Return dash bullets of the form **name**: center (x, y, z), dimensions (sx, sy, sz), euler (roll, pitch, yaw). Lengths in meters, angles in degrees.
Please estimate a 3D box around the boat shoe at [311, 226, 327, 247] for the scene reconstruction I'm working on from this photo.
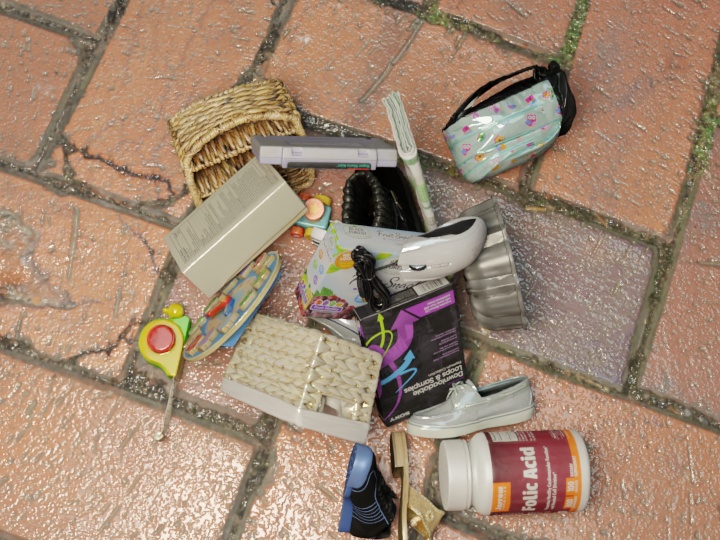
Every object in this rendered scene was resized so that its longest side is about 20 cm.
- **boat shoe**: center (0.000, 0.000, 1.362), dimensions (0.198, 0.070, 0.067), euler (27, 88, -37)

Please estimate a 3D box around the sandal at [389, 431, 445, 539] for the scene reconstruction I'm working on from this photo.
- **sandal**: center (0.085, 0.332, 1.294), dimensions (0.068, 0.078, 0.216), euler (-3, 67, -5)

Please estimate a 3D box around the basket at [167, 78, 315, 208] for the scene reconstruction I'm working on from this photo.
- **basket**: center (-0.179, -0.185, 1.404), dimensions (0.197, 0.143, 0.151), euler (-20, 74, -9)

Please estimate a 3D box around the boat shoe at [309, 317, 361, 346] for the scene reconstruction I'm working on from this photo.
- **boat shoe**: center (-0.003, 0.112, 1.347), dimensions (0.198, 0.074, 0.068), euler (30, 86, -5)

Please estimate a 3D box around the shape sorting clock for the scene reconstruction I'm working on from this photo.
- **shape sorting clock**: center (-0.185, 0.049, 1.310), dimensions (0.039, 0.199, 0.202), euler (39, 73, -20)

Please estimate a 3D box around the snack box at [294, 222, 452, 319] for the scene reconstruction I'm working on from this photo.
- **snack box**: center (0.025, 0.008, 1.283), dimensions (0.197, 0.143, 0.053), euler (4, 45, -30)

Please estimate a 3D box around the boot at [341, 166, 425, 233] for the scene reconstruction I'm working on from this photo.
- **boot**: center (0.017, -0.113, 1.362), dimensions (0.079, 0.157, 0.213), euler (-39, 56, 18)

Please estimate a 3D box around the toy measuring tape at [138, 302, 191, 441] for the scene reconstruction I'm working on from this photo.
- **toy measuring tape**: center (-0.297, 0.143, 1.337), dimensions (0.072, 0.074, 0.204), euler (9, 72, 0)

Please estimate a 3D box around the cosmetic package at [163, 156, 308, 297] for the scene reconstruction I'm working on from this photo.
- **cosmetic package**: center (-0.186, -0.069, 1.363), dimensions (0.199, 0.073, 0.104), euler (-41, 43, 1)

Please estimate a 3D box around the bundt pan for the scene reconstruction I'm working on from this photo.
- **bundt pan**: center (0.185, -0.004, 1.347), dimensions (0.074, 0.202, 0.206), euler (-13, 73, 7)

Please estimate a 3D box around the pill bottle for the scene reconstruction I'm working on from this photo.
- **pill bottle**: center (0.214, 0.285, 1.294), dimensions (0.196, 0.114, 0.116), euler (-2, 73, -3)

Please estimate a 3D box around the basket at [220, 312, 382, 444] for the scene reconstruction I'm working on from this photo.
- **basket**: center (-0.078, 0.142, 1.255), dimensions (0.134, 0.198, 0.125), euler (23, 83, -39)

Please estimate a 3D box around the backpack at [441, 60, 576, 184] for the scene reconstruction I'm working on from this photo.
- **backpack**: center (0.230, -0.224, 1.435), dimensions (0.197, 0.167, 0.128), euler (-25, 80, -4)

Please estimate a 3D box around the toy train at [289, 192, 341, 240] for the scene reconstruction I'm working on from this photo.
- **toy train**: center (-0.063, -0.031, 1.408), dimensions (0.149, 0.056, 0.201), euler (-37, 79, -13)

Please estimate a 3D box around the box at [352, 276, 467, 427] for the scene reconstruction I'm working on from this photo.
- **box**: center (0.077, 0.117, 1.309), dimensions (0.141, 0.203, 0.036), euler (-21, 35, -11)

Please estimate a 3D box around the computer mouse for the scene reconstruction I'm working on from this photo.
- **computer mouse**: center (0.086, -0.015, 1.214), dimensions (0.197, 0.111, 0.044), euler (-21, 41, -10)

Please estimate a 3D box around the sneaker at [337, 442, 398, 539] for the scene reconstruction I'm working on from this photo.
- **sneaker**: center (0.015, 0.302, 1.242), dimensions (0.076, 0.202, 0.071), euler (10, 51, 3)

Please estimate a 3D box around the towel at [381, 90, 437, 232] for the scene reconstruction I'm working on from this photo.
- **towel**: center (0.077, -0.145, 1.358), dimensions (0.030, 0.201, 0.151), euler (-16, 47, 5)

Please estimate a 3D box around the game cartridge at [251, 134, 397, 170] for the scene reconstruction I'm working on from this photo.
- **game cartridge**: center (-0.055, -0.171, 1.325), dimensions (0.196, 0.130, 0.039), euler (0, 109, -12)

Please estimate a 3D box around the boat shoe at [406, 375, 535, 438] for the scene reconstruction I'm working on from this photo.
- **boat shoe**: center (0.158, 0.192, 1.333), dimensions (0.197, 0.070, 0.073), euler (-9, 99, -14)
